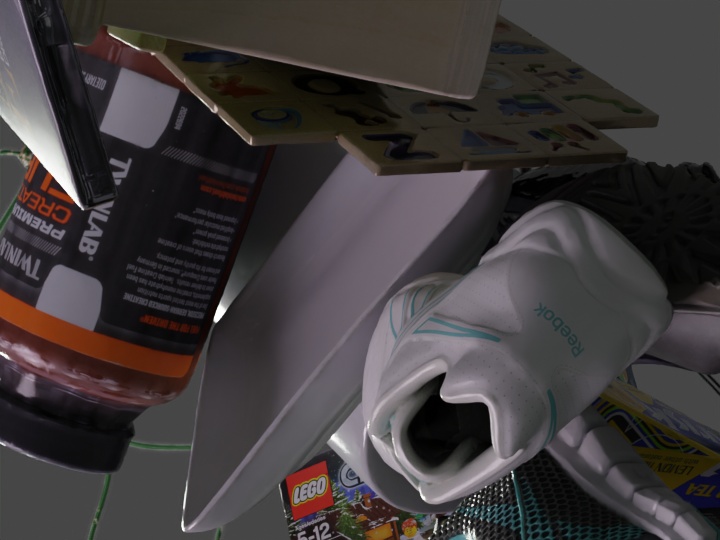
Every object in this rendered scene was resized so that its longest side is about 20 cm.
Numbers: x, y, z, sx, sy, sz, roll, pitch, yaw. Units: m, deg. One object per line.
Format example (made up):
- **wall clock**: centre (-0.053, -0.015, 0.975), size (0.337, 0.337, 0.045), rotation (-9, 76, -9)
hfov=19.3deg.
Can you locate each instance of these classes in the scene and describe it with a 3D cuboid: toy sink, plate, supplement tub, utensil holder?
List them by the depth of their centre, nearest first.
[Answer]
- **toy sink**: centre (-0.061, -0.130, 0.718), size (0.200, 0.112, 0.130), rotation (10, -172, -20)
- **plate**: centre (0.000, 0.000, 0.878), size (0.032, 0.200, 0.200), rotation (35, -162, -14)
- **supplement tub**: centre (-0.111, -0.010, 0.980), size (0.107, 0.200, 0.107), rotation (20, -176, -2)
- **utensil holder**: centre (0.012, -0.001, 1.051), size (0.200, 0.170, 0.170), rotation (46, 170, 39)

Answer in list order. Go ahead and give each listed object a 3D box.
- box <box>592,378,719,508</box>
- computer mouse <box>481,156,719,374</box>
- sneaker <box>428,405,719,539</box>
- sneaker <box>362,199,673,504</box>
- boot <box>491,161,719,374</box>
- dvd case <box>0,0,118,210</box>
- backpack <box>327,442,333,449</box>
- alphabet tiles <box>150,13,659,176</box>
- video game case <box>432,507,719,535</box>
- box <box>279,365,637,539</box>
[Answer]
- **box**: centre (0.106, 0.085, 0.933), size (0.200, 0.070, 0.064), rotation (28, -171, -34)
- **computer mouse**: centre (0.120, -0.001, 0.837), size (0.200, 0.053, 0.139), rotation (14, 139, 60)
- **sneaker**: centre (0.086, 0.117, 0.733), size (0.078, 0.091, 0.200), rotation (49, 178, -25)
- **sneaker**: centre (0.029, 0.040, 0.710), size (0.070, 0.080, 0.200), rotation (43, 157, 1)
- **boot**: centre (0.147, 0.062, 0.733), size (0.182, 0.073, 0.200), rotation (14, 144, 53)
- **dvd case**: centre (-0.127, -0.114, 0.680), size (0.200, 0.016, 0.149), rotation (-139, 32, -64)
- **backpack**: centre (0.096, 0.113, 1.179), size (0.200, 0.167, 0.127), rotation (47, -171, 29)
- **alphabet tiles**: centre (0.010, -0.076, 0.812), size (0.200, 0.166, 0.006), rotation (-136, 47, -55)
- **video game case**: centre (0.152, 0.145, 0.824), size (0.181, 0.200, 0.026), rotation (43, 126, 57)
- **box**: centre (0.060, 0.135, 1.090), size (0.038, 0.200, 0.137), rotation (31, -140, -56)
